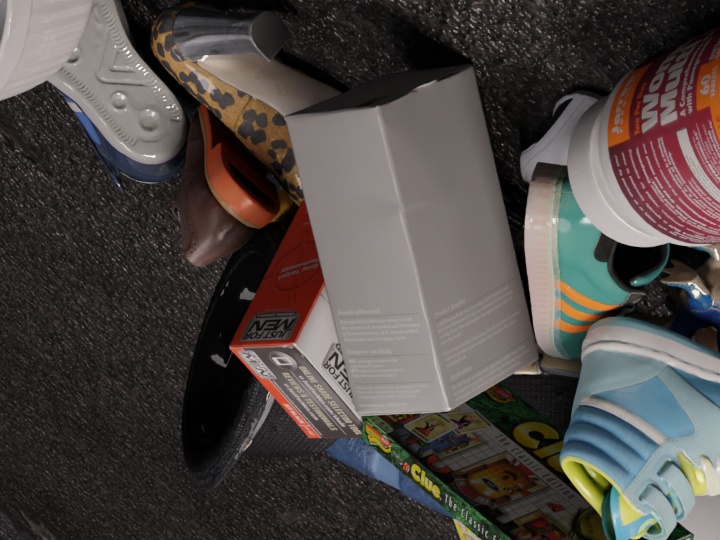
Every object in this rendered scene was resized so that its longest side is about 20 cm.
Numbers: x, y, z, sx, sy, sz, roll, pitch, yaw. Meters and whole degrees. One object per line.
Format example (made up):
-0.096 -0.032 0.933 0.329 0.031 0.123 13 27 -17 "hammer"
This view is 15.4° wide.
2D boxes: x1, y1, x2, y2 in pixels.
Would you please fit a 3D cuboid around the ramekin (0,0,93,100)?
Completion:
-0.270 -0.204 1.797 0.199 0.105 0.201 9 105 36 "ramekin"

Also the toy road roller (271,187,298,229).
-0.015 0.010 1.940 0.123 0.146 0.200 35 121 8 "toy road roller"

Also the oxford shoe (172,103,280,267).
-0.104 -0.064 1.856 0.071 0.073 0.200 39 -166 -15 "oxford shoe"

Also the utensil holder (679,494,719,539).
0.248 0.189 1.704 0.200 0.170 0.170 31 157 25 "utensil holder"

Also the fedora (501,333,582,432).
0.113 0.116 1.807 0.199 0.092 0.201 1 153 1 "fedora"

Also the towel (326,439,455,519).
0.048 0.120 2.033 0.199 0.112 0.048 25 -164 30 "towel"

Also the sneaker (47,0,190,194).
-0.195 -0.148 1.926 0.200 0.080 0.146 53 171 1 "sneaker"

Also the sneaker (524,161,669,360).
0.148 0.003 1.619 0.080 0.072 0.200 8 156 14 "sneaker"

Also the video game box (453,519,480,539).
0.145 0.194 2.106 0.182 0.047 0.200 24 153 28 "video game box"

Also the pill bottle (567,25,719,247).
0.195 -0.073 1.427 0.110 0.110 0.200 43 157 -12 "pill bottle"

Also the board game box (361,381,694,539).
0.101 0.133 1.643 0.200 0.104 0.024 38 131 40 "board game box"

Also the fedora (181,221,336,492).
-0.052 0.066 1.824 0.091 0.202 0.200 14 164 -18 "fedora"

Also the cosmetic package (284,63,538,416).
0.034 -0.020 1.664 0.090 0.107 0.201 -7 101 41 "cosmetic package"

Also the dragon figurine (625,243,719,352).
0.244 0.031 1.618 0.199 0.059 0.100 16 150 37 "dragon figurine"

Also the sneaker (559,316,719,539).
0.211 0.120 1.583 0.199 0.131 0.080 19 155 9 "sneaker"

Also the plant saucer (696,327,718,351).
0.290 0.107 1.737 0.200 0.032 0.200 33 157 16 "plant saucer"

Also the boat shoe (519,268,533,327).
0.093 0.044 1.867 0.070 0.070 0.200 43 167 7 "boat shoe"

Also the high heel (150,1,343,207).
-0.065 -0.100 1.830 0.142 0.071 0.200 9 135 52 "high heel"

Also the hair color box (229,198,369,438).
0.000 0.000 1.733 0.061 0.201 0.102 -4 138 39 "hair color box"

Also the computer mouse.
0.125 -0.051 1.664 0.110 0.044 0.200 37 158 5 "computer mouse"
